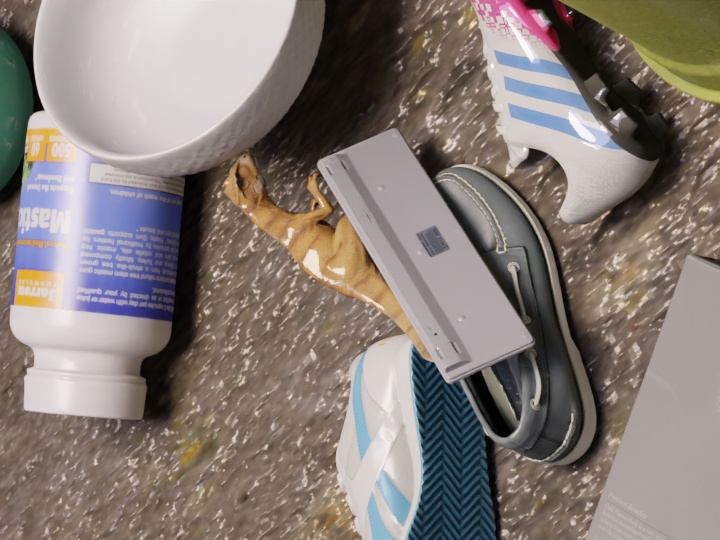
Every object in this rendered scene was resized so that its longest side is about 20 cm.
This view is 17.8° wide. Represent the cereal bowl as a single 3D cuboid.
[{"bbox_3d":[-0.104,-0.149,1.451,0.199,0.083,0.202,-10,68,27],"label":"cereal bowl"}]

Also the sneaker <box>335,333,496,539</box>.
[{"bbox_3d":[0.029,0.139,1.380,0.080,0.076,0.202,-14,69,50],"label":"sneaker"}]

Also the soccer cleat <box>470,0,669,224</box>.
[{"bbox_3d":[0.098,-0.113,1.340,0.086,0.070,0.201,-49,55,27],"label":"soccer cleat"}]

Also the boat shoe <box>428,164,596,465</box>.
[{"bbox_3d":[0.076,0.020,1.350,0.073,0.061,0.201,-39,59,35],"label":"boat shoe"}]

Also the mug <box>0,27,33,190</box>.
[{"bbox_3d":[-0.322,-0.107,1.707,0.185,0.114,0.152,-53,54,26],"label":"mug"}]

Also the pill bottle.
[{"bbox_3d":[-0.180,-0.002,1.561,0.111,0.112,0.202,2,86,43],"label":"pill bottle"}]

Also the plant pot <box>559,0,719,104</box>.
[{"bbox_3d":[0.161,-0.200,1.213,0.199,0.183,0.202,-7,80,42],"label":"plant pot"}]

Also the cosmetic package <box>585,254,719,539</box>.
[{"bbox_3d":[0.199,0.103,1.211,0.107,0.090,0.201,30,103,41],"label":"cosmetic package"}]

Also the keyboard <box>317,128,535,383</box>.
[{"bbox_3d":[0.036,-0.013,1.347,0.011,0.056,0.201,84,162,-46],"label":"keyboard"}]

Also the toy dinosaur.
[{"bbox_3d":[0.000,0.000,1.389,0.200,0.106,0.061,37,132,26],"label":"toy dinosaur"}]
